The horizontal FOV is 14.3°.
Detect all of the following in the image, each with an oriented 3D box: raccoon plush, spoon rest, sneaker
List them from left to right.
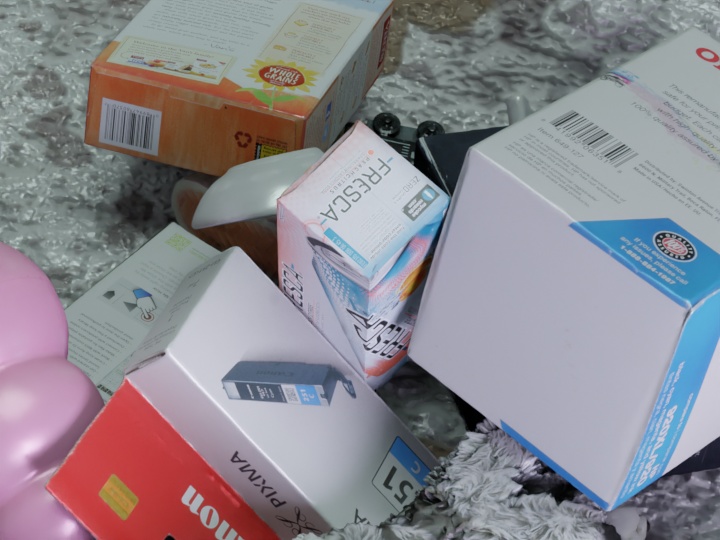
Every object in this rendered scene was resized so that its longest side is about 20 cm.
[{"bbox_3d":[-0.016,-0.019,1.690,0.200,0.071,0.080,32,49,30],"label":"sneaker"},{"bbox_3d":[0.002,-0.046,1.598,0.200,0.061,0.099,-15,-1,10],"label":"spoon rest"},{"bbox_3d":[0.058,0.152,1.506,0.200,0.134,0.097,-7,52,-3],"label":"raccoon plush"}]

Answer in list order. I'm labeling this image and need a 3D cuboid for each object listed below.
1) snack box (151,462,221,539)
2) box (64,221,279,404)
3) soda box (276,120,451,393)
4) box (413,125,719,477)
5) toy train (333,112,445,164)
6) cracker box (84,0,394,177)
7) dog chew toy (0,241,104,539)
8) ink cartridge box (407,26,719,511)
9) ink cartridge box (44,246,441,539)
[{"bbox_3d":[-0.094,0.155,1.501,0.024,0.072,0.200,3,38,29],"label":"snack box"},{"bbox_3d":[-0.113,0.066,1.619,0.144,0.036,0.200,31,46,21],"label":"box"},{"bbox_3d":[0.000,0.000,1.516,0.068,0.200,0.064,41,74,14],"label":"soda box"},{"bbox_3d":[0.149,0.015,1.658,0.200,0.117,0.197,-8,46,-17],"label":"box"},{"bbox_3d":[-0.043,-0.085,1.789,0.200,0.034,0.046,11,54,1],"label":"toy train"},{"bbox_3d":[-0.071,-0.123,1.742,0.134,0.058,0.200,14,30,11],"label":"cracker box"},{"bbox_3d":[-0.189,0.080,1.499,0.125,0.125,0.200,-24,70,-30],"label":"dog chew toy"},{"bbox_3d":[0.154,-0.005,1.478,0.147,0.145,0.200,37,44,25],"label":"ink cartridge box"},{"bbox_3d":[-0.047,0.116,1.494,0.200,0.045,0.176,47,44,-15],"label":"ink cartridge box"}]
